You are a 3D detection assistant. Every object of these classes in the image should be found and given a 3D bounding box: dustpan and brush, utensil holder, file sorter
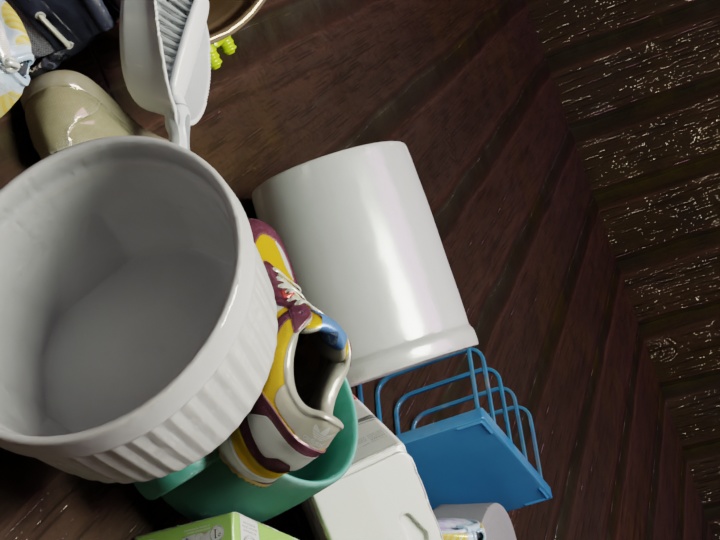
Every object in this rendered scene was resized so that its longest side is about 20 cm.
[{"bbox_3d":[-0.134,-0.133,0.916,0.140,0.057,0.202,59,40,-70],"label":"dustpan and brush"},{"bbox_3d":[0.000,0.000,1.202,0.170,0.169,0.202,-6,77,-69],"label":"utensil holder"},{"bbox_3d":[0.096,0.168,1.362,0.200,0.138,0.124,49,27,-48],"label":"file sorter"}]

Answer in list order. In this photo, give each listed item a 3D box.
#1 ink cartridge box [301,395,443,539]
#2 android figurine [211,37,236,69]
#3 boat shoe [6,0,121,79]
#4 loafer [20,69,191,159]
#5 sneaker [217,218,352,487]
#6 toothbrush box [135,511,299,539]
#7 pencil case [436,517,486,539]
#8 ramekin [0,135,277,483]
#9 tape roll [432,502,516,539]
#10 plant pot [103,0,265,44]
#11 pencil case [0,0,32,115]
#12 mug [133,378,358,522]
[{"bbox_3d":[0.002,0.196,1.047,0.147,0.084,0.200,68,-11,-11],"label":"ink cartridge box"},{"bbox_3d":[-0.170,-0.279,1.166,0.201,0.041,0.182,64,21,-17],"label":"android figurine"},{"bbox_3d":[-0.235,-0.238,0.882,0.201,0.092,0.075,63,22,-26],"label":"boat shoe"},{"bbox_3d":[-0.173,-0.066,0.946,0.200,0.075,0.069,37,41,-44],"label":"loafer"},{"bbox_3d":[-0.046,0.039,0.846,0.075,0.090,0.201,28,41,-40],"label":"sneaker"},{"bbox_3d":[-0.079,0.285,0.879,0.146,0.085,0.202,39,37,-55],"label":"toothbrush box"},{"bbox_3d":[0.075,0.326,1.182,0.083,0.090,0.202,5,85,-67],"label":"pencil case"},{"bbox_3d":[-0.144,0.031,0.771,0.105,0.198,0.202,59,22,-56],"label":"ramekin"},{"bbox_3d":[0.114,0.341,1.317,0.200,0.066,0.202,-7,90,-70],"label":"tape roll"},{"bbox_3d":[-0.166,-0.275,1.034,0.093,0.200,0.202,13,-51,66],"label":"plant pot"},{"bbox_3d":[-0.268,-0.136,0.699,0.084,0.090,0.200,-63,155,5],"label":"pencil case"},{"bbox_3d":[-0.102,0.102,0.910,0.184,0.114,0.153,21,46,-46],"label":"mug"}]
